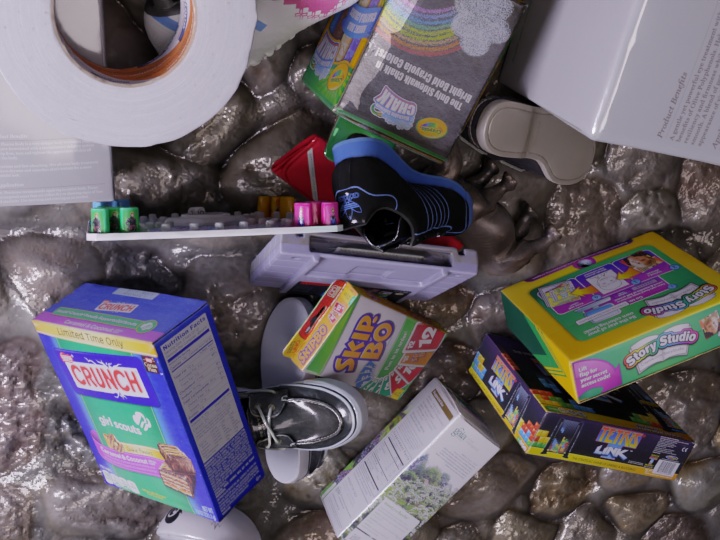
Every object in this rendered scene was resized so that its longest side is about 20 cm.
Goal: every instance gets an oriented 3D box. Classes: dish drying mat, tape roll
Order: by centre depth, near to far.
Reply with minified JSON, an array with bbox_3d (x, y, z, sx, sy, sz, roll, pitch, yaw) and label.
[{"bbox_3d":[-0.181,-0.198,0.674,0.198,0.066,0.202,-8,114,-17],"label":"tape roll"},{"bbox_3d":[0.008,-0.061,0.888,0.199,0.018,0.077,36,135,-27],"label":"dish drying mat"}]

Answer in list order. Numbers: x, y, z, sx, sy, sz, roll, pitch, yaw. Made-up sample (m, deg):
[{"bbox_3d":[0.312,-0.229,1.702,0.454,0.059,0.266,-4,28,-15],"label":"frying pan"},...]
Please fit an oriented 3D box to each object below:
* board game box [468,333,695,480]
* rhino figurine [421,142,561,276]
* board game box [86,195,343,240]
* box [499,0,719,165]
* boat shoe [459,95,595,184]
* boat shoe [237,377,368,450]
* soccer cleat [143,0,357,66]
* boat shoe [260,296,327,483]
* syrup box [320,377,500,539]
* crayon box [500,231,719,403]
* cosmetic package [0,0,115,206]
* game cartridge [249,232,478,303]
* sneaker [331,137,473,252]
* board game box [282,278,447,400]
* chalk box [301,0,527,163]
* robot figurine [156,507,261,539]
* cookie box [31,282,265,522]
[{"bbox_3d":[0.242,0.150,0.991,0.198,0.166,0.057,14,111,-23],"label":"board game box"},{"bbox_3d":[0.118,-0.071,0.915,0.087,0.060,0.200,-45,116,3],"label":"rhino figurine"},{"bbox_3d":[-0.135,-0.048,0.773,0.198,0.200,0.026,-2,97,-16],"label":"board game box"},{"bbox_3d":[0.262,-0.227,0.811,0.170,0.200,0.201,6,112,-22],"label":"box"},{"bbox_3d":[0.167,-0.136,0.895,0.199,0.062,0.073,8,103,-45],"label":"boat shoe"},{"bbox_3d":[-0.088,0.152,0.883,0.198,0.071,0.073,-8,95,31],"label":"boat shoe"},{"bbox_3d":[-0.087,-0.220,0.777,0.198,0.070,0.087,-8,130,3],"label":"soccer cleat"},{"bbox_3d":[-0.059,0.124,0.947,0.067,0.071,0.202,-12,106,-49],"label":"boat shoe"},{"bbox_3d":[0.055,0.229,1.017,0.200,0.082,0.079,-47,120,6],"label":"syrup box"},{"bbox_3d":[0.276,0.044,0.950,0.198,0.173,0.059,-20,118,-7],"label":"crayon box"},{"bbox_3d":[-0.264,-0.161,0.744,0.106,0.090,0.202,-3,111,-17],"label":"cosmetic package"},{"bbox_3d":[0.000,0.000,0.878,0.198,0.130,0.039,6,70,-19],"label":"game cartridge"},{"bbox_3d":[0.040,-0.049,0.799,0.199,0.070,0.079,20,64,-50],"label":"sneaker"},{"bbox_3d":[0.010,0.075,0.919,0.096,0.030,0.199,-54,140,8],"label":"board game box"},{"bbox_3d":[0.033,-0.184,0.804,0.124,0.124,0.201,22,106,-25],"label":"chalk box"},{"bbox_3d":[-0.178,0.346,0.941,0.125,0.149,0.202,41,55,-45],"label":"robot figurine"},{"bbox_3d":[-0.198,0.121,0.842,0.075,0.170,0.202,-41,127,-44],"label":"cookie box"}]
